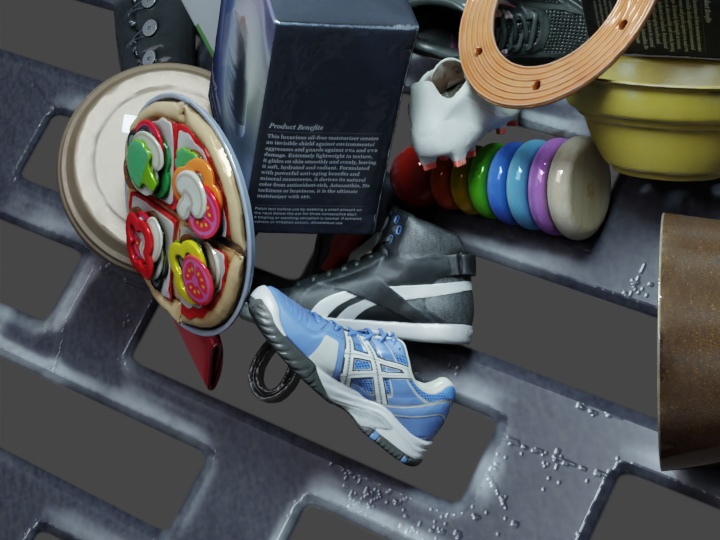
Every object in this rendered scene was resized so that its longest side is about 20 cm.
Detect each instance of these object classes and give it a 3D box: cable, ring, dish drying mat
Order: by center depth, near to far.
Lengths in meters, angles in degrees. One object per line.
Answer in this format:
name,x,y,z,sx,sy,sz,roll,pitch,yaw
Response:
ring,0.160,-0.214,1.347,0.199,0.019,0.202,-25,50,32
cable,-0.038,0.021,1.496,0.200,0.050,0.097,-43,74,-1
dish drying mat,-0.170,0.008,1.558,0.018,0.077,0.201,-19,60,-21

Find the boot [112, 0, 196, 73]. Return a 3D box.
boot,-0.169,-0.218,1.694,0.163,0.066,0.202,-17,54,18

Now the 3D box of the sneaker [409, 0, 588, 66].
sneaker,0.102,-0.202,1.460,0.197,0.081,0.086,0,18,-3

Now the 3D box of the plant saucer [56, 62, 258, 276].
plant saucer,-0.171,-0.093,1.522,0.197,0.029,0.203,2,76,-6

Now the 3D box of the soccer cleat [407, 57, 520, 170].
soccer cleat,0.090,-0.146,1.445,0.068,0.200,0.079,-6,107,23

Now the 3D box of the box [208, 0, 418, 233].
box,-0.047,-0.170,1.401,0.122,0.200,0.201,1,39,-16

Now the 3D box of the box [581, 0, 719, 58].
box,0.295,-0.289,1.418,0.196,0.123,0.202,5,68,16

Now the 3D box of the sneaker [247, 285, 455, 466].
sneaker,-0.008,0.071,1.389,0.077,0.200,0.076,-50,19,1

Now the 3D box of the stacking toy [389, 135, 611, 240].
stacking toy,0.110,-0.074,1.463,0.198,0.085,0.086,5,68,37

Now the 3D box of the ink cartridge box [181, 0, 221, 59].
ink cartridge box,-0.087,-0.292,1.596,0.083,0.146,0.201,-5,43,28

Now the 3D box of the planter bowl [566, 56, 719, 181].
planter bowl,0.250,-0.119,1.373,0.198,0.200,0.085,10,106,31

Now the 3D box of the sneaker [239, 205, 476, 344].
sneaker,0.000,0.000,1.444,0.197,0.073,0.113,5,86,3

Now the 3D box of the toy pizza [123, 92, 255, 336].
toy pizza,-0.150,-0.043,1.400,0.199,0.031,0.203,24,121,50

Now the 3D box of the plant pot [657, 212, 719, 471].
plant pot,0.317,0.052,1.236,0.197,0.187,0.189,0,65,12
